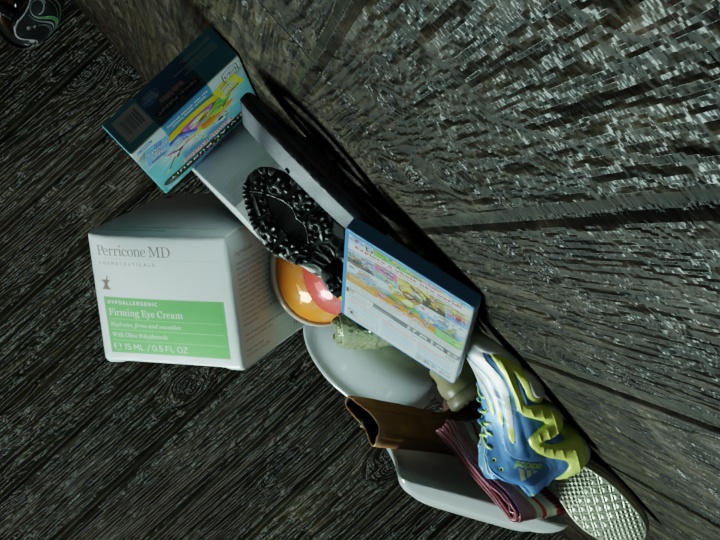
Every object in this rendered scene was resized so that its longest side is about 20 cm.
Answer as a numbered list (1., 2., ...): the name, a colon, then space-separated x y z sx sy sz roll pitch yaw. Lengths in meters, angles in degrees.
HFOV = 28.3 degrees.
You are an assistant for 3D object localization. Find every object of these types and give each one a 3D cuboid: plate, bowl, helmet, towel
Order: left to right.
1. helmet: -0.823 -0.644 3.488 0.200 0.200 0.191 46 -173 14
2. bowl: 0.033 0.081 1.841 0.201 0.090 0.201 24 -144 -19
3. towel: 0.040 0.070 1.675 0.200 0.148 0.037 98 169 -82
4. plate: 0.124 0.249 1.656 0.199 0.032 0.200 16 -172 -8
5. towel: 0.190 0.220 1.627 0.200 0.023 0.144 2 -140 -51

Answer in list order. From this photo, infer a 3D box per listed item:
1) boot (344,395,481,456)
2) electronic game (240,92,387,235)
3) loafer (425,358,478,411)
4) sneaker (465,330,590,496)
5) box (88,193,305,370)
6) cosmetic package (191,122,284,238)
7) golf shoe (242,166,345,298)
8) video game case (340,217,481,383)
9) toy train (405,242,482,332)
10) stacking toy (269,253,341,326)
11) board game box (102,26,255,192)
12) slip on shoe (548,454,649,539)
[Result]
1. boot: 0.074 0.182 1.736 0.200 0.069 0.188 9 -158 -20
2. electronic game: -0.046 -0.104 1.434 0.200 0.042 0.200 45 -176 -4
3. loafer: 0.117 0.114 1.673 0.067 0.076 0.200 59 -179 -1
4. sneaker: 0.150 0.158 1.478 0.200 0.105 0.076 48 176 -17
5. box: -0.191 0.008 1.758 0.200 0.199 0.171 -35 -57 -60
6. cosmetic package: -0.118 -0.115 1.638 0.081 0.113 0.200 50 177 -32
7. golf shoe: -0.054 -0.041 1.530 0.200 0.078 0.094 46 -172 -23
8. video game case: 0.045 0.033 1.409 0.143 0.018 0.200 33 158 12
9. toy train: 0.082 0.032 1.462 0.056 0.042 0.200 33 170 30
10. stacking toy: 0.000 0.000 1.664 0.146 0.146 0.200 49 157 -27
11. board game box: -0.188 -0.168 1.547 0.047 0.151 0.200 46 177 8
12. slip on shoe: 0.239 0.224 1.576 0.200 0.074 0.061 40 -151 17
